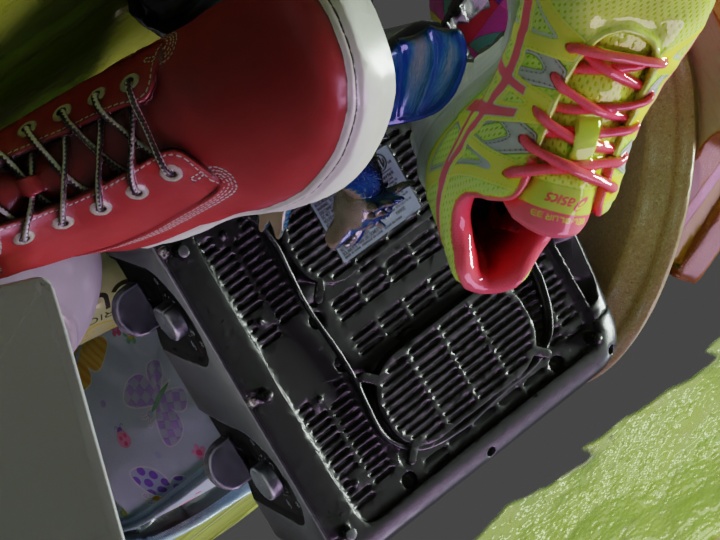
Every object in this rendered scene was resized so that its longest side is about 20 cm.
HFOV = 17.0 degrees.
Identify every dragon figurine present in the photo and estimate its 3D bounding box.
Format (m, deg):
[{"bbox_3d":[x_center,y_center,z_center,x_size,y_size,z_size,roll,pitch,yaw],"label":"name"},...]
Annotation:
[{"bbox_3d":[-0.002,-0.075,0.884,0.099,0.059,0.201,-36,160,-41],"label":"dragon figurine"}]

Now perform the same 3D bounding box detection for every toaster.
[{"bbox_3d":[0.000,0.000,1.052,0.199,0.182,0.118,-37,-163,-20],"label":"toaster"}]

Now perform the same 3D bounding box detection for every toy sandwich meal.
[{"bbox_3d":[0.129,-0.041,1.141,0.070,0.207,0.205,10,149,-21],"label":"toy sandwich meal"}]

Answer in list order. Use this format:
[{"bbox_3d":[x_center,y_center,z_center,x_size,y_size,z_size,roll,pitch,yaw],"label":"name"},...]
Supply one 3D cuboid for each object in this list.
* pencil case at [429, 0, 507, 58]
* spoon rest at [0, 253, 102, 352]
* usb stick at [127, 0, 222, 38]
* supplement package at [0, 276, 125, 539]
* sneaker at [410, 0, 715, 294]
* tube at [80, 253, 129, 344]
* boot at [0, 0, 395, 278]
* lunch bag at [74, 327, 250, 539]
[{"bbox_3d":[0.100,-0.159,1.047,0.088,0.089,0.200,-33,171,-33],"label":"pencil case"},{"bbox_3d":[-0.150,0.045,1.027,0.099,0.061,0.201,-23,142,-16],"label":"spoon rest"},{"bbox_3d":[-0.043,-0.098,0.910,0.055,0.033,0.200,-35,172,5],"label":"usb stick"},{"bbox_3d":[-0.181,0.116,0.870,0.190,0.148,0.200,-15,167,-10],"label":"supplement package"},{"bbox_3d":[0.081,-0.060,0.907,0.077,0.091,0.200,9,146,-17],"label":"sneaker"},{"bbox_3d":[-0.124,0.009,1.091,0.199,0.058,0.052,-30,-149,-21],"label":"tube"},{"bbox_3d":[-0.087,-0.036,0.797,0.143,0.073,0.200,-17,174,-35],"label":"boot"},{"bbox_3d":[-0.085,0.060,1.277,0.200,0.128,0.169,-37,176,41],"label":"lunch bag"}]
